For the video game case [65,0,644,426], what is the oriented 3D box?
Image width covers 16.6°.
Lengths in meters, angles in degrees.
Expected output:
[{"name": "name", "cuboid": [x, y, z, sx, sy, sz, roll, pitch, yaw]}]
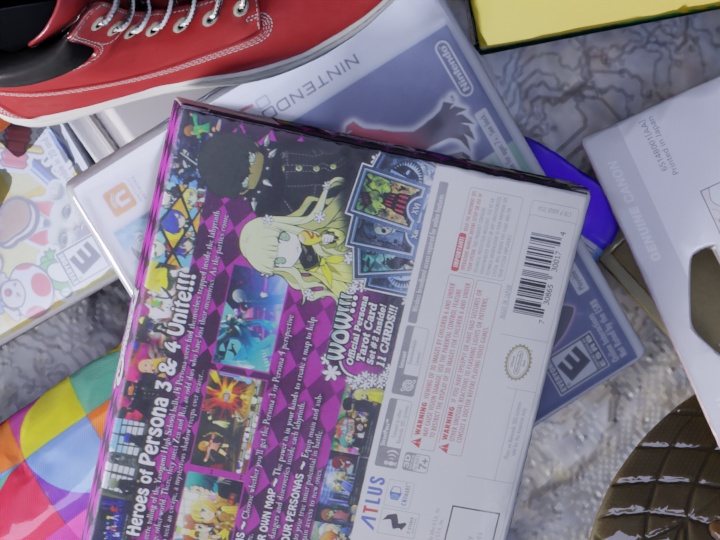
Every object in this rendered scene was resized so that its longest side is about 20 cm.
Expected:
[{"name": "video game case", "cuboid": [0.000, 0.000, 1.072, 0.181, 0.023, 0.201, -32, 102, -2]}]

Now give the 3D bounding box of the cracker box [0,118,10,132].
[{"name": "cracker box", "cuboid": [-0.191, -0.170, 1.107, 0.134, 0.058, 0.200, -42, 68, 3]}]

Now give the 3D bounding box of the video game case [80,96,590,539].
[{"name": "video game case", "cuboid": [-0.012, 0.043, 1.045, 0.180, 0.036, 0.202, 11, 99, -12]}]

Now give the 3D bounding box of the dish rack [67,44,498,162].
[{"name": "dish rack", "cuboid": [-0.053, -0.101, 1.117, 0.171, 0.044, 0.200, -36, 74, -3]}]

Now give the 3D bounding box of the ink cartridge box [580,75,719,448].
[{"name": "ink cartridge box", "cuboid": [0.217, -0.005, 1.092, 0.175, 0.045, 0.201, -25, 79, 9]}]

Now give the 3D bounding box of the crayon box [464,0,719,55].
[{"name": "crayon box", "cuboid": [0.119, -0.214, 1.135, 0.171, 0.058, 0.202, -10, 93, 0]}]

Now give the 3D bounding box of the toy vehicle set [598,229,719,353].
[{"name": "toy vehicle set", "cuboid": [0.218, 0.023, 1.132, 0.124, 0.027, 0.200, -42, 73, 3]}]

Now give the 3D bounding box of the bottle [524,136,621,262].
[{"name": "bottle", "cuboid": [0.044, 0.036, 1.139, 0.065, 0.084, 0.201, 33, 93, -6]}]

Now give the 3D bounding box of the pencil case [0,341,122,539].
[{"name": "pencil case", "cuboid": [-0.108, 0.078, 1.146, 0.199, 0.088, 0.089, -33, 93, 3]}]

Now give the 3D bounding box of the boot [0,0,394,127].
[{"name": "boot", "cuboid": [-0.068, -0.112, 0.974, 0.199, 0.144, 0.073, -20, 86, -1]}]

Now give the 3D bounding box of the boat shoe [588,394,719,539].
[{"name": "boat shoe", "cuboid": [0.135, 0.140, 1.155, 0.072, 0.068, 0.201, 32, 76, 8]}]

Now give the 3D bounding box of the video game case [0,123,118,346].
[{"name": "video game case", "cuboid": [-0.226, -0.048, 1.167, 0.181, 0.023, 0.201, -29, 93, 3]}]
